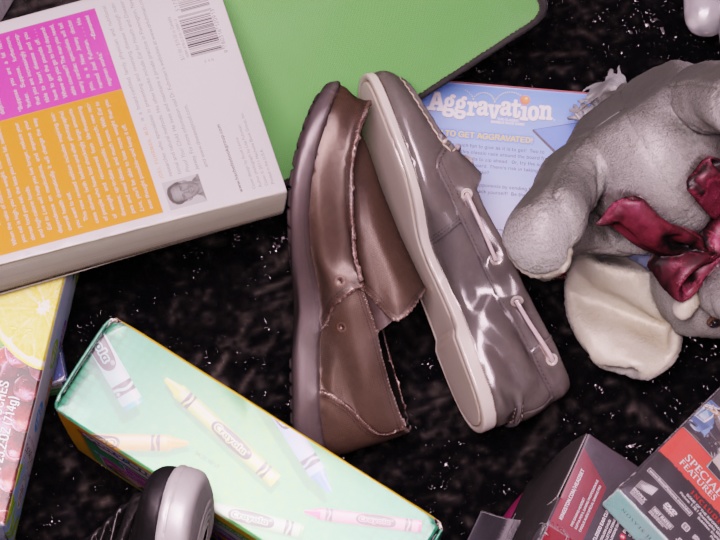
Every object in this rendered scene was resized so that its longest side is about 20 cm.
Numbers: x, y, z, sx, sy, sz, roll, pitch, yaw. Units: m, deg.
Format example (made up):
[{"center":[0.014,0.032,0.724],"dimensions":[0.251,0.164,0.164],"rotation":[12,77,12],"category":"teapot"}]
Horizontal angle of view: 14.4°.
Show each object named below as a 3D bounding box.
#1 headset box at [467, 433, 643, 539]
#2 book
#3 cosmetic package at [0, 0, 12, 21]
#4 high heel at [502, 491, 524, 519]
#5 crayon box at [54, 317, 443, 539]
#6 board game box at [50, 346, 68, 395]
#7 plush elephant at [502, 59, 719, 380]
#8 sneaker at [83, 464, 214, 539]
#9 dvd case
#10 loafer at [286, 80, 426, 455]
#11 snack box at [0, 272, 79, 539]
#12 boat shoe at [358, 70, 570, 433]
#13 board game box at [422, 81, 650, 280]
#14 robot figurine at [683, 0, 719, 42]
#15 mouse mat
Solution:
[{"center":[0.135,0.190,1.414],"dimensions":[0.200,0.075,0.149],"rotation":[33,55,-7],"category":"headset box"},{"center":[-0.152,-0.068,1.440],"dimensions":[0.199,0.048,0.134],"rotation":[-15,72,-10],"category":"book"},{"center":[-0.215,-0.215,1.559],"dimensions":[0.101,0.074,0.201],"rotation":[28,76,6],"category":"cosmetic package"},{"center":[0.080,0.193,1.448],"dimensions":[0.067,0.096,0.201],"rotation":[14,77,4],"category":"high heel"},{"center":[-0.056,0.110,1.457],"dimensions":[0.200,0.119,0.058],"rotation":[32,78,7],"category":"crayon box"},{"center":[-0.266,0.021,1.520],"dimensions":[0.199,0.034,0.136],"rotation":[-13,77,-4],"category":"board game box"},{"center":[0.171,-0.019,1.460],"dimensions":[0.164,0.200,0.155],"rotation":[-34,102,6],"category":"plush elephant"},{"center":[-0.137,0.153,1.407],"dimensions":[0.111,0.200,0.073],"rotation":[15,54,3],"category":"sneaker"},{"center":[0.227,0.117,1.447],"dimensions":[0.146,0.022,0.200],"rotation":[46,48,5],"category":"dvd case"},{"center":[0.000,0.000,1.486],"dimensions":[0.071,0.073,0.201],"rotation":[1,104,5],"category":"loafer"},{"center":[-0.238,0.024,1.466],"dimensions":[0.168,0.068,0.201],"rotation":[13,74,1],"category":"snack box"},{"center":[0.053,-0.014,1.500],"dimensions":[0.057,0.067,0.201],"rotation":[-19,88,-17],"category":"boat shoe"},{"center":[0.119,-0.046,1.545],"dimensions":[0.199,0.019,0.104],"rotation":[5,78,1],"category":"board game box"},{"center":[0.250,-0.169,1.515],"dimensions":[0.169,0.113,0.201],"rotation":[-4,59,23],"category":"robot figurine"},{"center":[-0.023,-0.144,1.490],"dimensions":[0.200,0.008,0.161],"rotation":[-31,113,25],"category":"mouse mat"}]
